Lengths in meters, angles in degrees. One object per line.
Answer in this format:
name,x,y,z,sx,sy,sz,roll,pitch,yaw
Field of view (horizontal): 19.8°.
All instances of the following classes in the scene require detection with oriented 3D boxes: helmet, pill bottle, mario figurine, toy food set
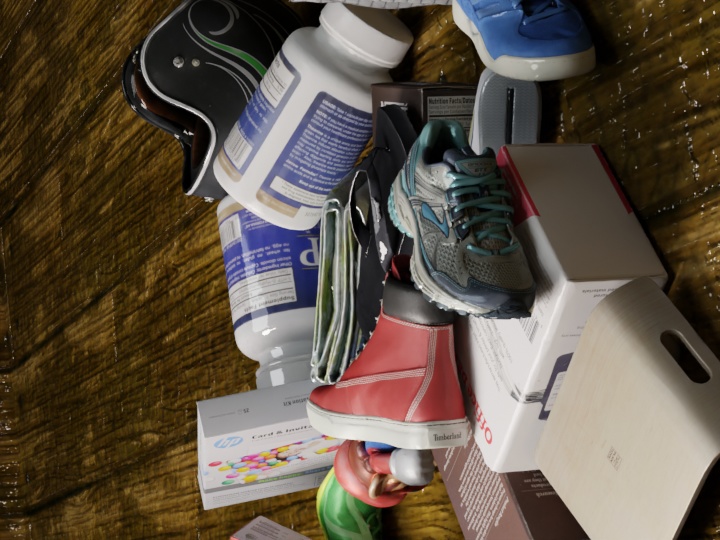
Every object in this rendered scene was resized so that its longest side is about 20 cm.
helmet,-0.127,-0.174,2.014,0.191,0.200,0.200,47,159,-8
pill bottle,-0.038,-0.145,1.841,0.200,0.111,0.111,-57,35,20
mario figurine,0.043,0.133,1.780,0.106,0.123,0.200,32,148,17
pill bottle,-0.065,0.024,1.964,0.120,0.119,0.201,139,124,-64
toy food set,0.198,0.123,1.420,0.144,0.060,0.200,55,145,35

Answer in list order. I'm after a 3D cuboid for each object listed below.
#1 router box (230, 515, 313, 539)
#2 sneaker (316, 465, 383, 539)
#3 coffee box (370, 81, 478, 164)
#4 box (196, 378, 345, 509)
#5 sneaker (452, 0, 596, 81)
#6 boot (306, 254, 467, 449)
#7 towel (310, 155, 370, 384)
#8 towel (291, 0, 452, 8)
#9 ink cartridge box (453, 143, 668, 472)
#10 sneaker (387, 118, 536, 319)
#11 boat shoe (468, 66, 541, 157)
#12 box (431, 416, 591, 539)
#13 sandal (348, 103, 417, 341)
router box,-0.034,0.346,1.906,0.199,0.049,0.180,21,119,26
sneaker,0.004,0.265,1.937,0.083,0.074,0.201,14,106,43
coffee box,0.065,-0.053,1.688,0.113,0.079,0.201,-164,72,-69
box,-0.074,0.159,1.924,0.200,0.155,0.041,99,158,-63
sneaker,0.116,-0.217,1.531,0.200,0.076,0.112,-121,24,-62
boot,0.018,0.061,1.613,0.200,0.072,0.145,-3,90,61
towel,0.000,0.000,1.811,0.200,0.048,0.172,-54,-30,-73
towel,0.013,-0.292,1.621,0.086,0.199,0.166,-115,31,-46
ink cartridge box,0.134,0.029,1.514,0.145,0.084,0.200,-112,28,-42
sneaker,0.071,-0.039,1.452,0.200,0.077,0.087,-121,40,-52
boat shoe,0.111,-0.069,1.607,0.062,0.072,0.201,-79,-3,-73
box,0.117,0.158,1.600,0.100,0.075,0.201,110,151,-45
sandal,0.016,-0.032,1.648,0.076,0.043,0.201,-136,47,-58
